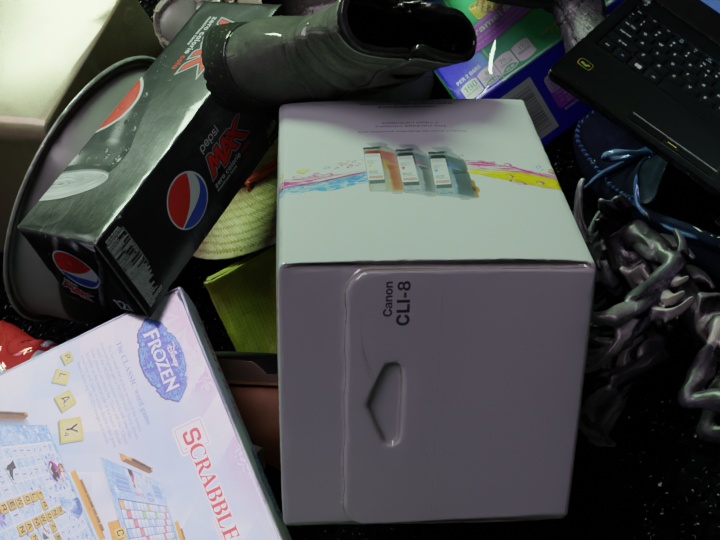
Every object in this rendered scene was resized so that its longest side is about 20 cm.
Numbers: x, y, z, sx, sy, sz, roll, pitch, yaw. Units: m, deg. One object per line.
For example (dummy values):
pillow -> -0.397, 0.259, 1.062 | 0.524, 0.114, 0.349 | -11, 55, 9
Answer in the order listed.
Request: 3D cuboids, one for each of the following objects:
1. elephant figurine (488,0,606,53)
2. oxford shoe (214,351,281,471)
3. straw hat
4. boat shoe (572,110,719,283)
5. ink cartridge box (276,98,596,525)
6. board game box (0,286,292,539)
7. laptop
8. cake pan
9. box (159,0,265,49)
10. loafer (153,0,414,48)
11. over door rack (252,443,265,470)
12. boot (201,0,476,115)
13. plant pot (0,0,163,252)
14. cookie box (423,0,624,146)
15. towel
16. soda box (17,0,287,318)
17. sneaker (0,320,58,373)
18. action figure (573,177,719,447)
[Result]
elephant figurine -> 0.084, -0.221, 0.770 | 0.154, 0.142, 0.202 | -1, 54, 26
oxford shoe -> -0.019, 0.090, 0.779 | 0.198, 0.071, 0.072 | 2, 90, 29
straw hat -> -0.070, -0.099, 0.885 | 0.200, 0.085, 0.202 | -27, 26, 14
boat shoe -> 0.192, -0.053, 0.732 | 0.084, 0.069, 0.200 | -46, 45, -6
ink cartridge box -> 0.028, 0.014, 0.664 | 0.143, 0.147, 0.201 | 0, 29, -2
board game box -> -0.148, 0.141, 0.712 | 0.198, 0.041, 0.201 | -25, 70, -1
laptop -> 0.228, -0.126, 0.681 | 0.177, 0.104, 0.200 | 37, 44, 11
cake pan -> -0.171, -0.048, 0.894 | 0.036, 0.201, 0.201 | 26, 72, 13
box -> -0.055, -0.217, 0.971 | 0.200, 0.051, 0.158 | -40, 8, 4
loafer -> -0.049, -0.188, 0.857 | 0.198, 0.073, 0.063 | -13, 9, 7
over door rack -> -0.158, 0.173, 0.761 | 0.146, 0.067, 0.202 | 21, 76, 15
boot -> 0.016, -0.118, 0.746 | 0.130, 0.199, 0.069 | -5, 89, 38
plant pot -> -0.245, -0.132, 1.003 | 0.175, 0.200, 0.201 | 11, 64, 28
cookie box -> 0.114, -0.193, 0.884 | 0.170, 0.075, 0.201 | -36, 44, 7
towel -> 0.000, 0.000, 0.822 | 0.199, 0.018, 0.087 | -27, 86, 14
soda box -> -0.109, -0.072, 0.763 | 0.070, 0.064, 0.201 | 10, 54, 34
sneaker -> -0.185, 0.070, 0.883 | 0.113, 0.071, 0.200 | -47, 53, -1
action figure -> 0.151, 0.040, 0.660 | 0.102, 0.119, 0.200 | -35, 51, -4
